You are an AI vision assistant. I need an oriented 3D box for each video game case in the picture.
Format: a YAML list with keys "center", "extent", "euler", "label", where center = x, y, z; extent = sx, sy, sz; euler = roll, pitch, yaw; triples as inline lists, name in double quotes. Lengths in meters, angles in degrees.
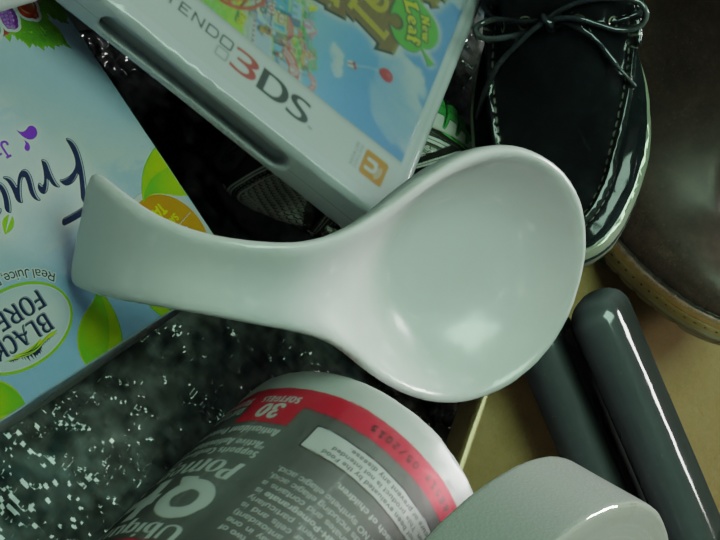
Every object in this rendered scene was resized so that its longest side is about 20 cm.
- center: [-0.030, -0.138, 0.922]
  extent: [0.182, 0.022, 0.200]
  euler: [38, 50, -21]
  label: "video game case"

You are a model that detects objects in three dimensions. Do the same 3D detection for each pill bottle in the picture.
- center: [-0.051, 0.130, 0.818]
  extent: [0.111, 0.111, 0.200]
  euler: [52, 46, -6]
  label: "pill bottle"

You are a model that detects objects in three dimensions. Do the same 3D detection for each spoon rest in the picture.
- center: [0.000, 0.000, 0.852]
  extent: [0.200, 0.061, 0.100]
  euler: [3, 107, -31]
  label: "spoon rest"

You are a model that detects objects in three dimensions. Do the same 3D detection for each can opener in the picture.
- center: [0.120, 0.100, 0.952]
  extent: [0.200, 0.053, 0.066]
  euler: [64, 25, -12]
  label: "can opener"

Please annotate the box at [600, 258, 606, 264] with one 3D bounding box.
- center: [0.225, -0.073, 1.089]
  extent: [0.200, 0.199, 0.131]
  euler: [8, 62, -39]
  label: "box"

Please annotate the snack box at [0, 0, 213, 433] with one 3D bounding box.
- center: [-0.165, -0.018, 0.830]
  extent: [0.200, 0.068, 0.169]
  euler: [-33, 90, -43]
  label: "snack box"

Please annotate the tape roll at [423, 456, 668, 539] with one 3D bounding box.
- center: [0.039, 0.162, 0.831]
  extent: [0.037, 0.203, 0.203]
  euler: [28, 38, 27]
  label: "tape roll"

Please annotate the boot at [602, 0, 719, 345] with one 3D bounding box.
- center: [0.149, -0.090, 0.968]
  extent: [0.072, 0.166, 0.200]
  euler: [11, 44, -38]
  label: "boot"

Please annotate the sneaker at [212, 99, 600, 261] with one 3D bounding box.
- center: [0.028, -0.019, 0.984]
  extent: [0.200, 0.078, 0.085]
  euler: [17, 59, -33]
  label: "sneaker"

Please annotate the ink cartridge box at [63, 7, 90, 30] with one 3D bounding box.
- center: [-0.094, -0.208, 0.976]
  extent: [0.146, 0.083, 0.200]
  euler: [-11, 76, -42]
  label: "ink cartridge box"

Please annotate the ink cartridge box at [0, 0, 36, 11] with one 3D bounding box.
- center: [-0.220, -0.120, 0.760]
  extent: [0.200, 0.146, 0.084]
  euler: [-22, 128, -36]
  label: "ink cartridge box"

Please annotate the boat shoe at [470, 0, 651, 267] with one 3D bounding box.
- center: [0.080, -0.099, 0.950]
  extent: [0.062, 0.074, 0.200]
  euler: [50, 46, -69]
  label: "boat shoe"

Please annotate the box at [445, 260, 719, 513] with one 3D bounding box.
- center: [0.098, 0.106, 0.972]
  extent: [0.163, 0.021, 0.200]
  euler: [29, 71, -27]
  label: "box"
